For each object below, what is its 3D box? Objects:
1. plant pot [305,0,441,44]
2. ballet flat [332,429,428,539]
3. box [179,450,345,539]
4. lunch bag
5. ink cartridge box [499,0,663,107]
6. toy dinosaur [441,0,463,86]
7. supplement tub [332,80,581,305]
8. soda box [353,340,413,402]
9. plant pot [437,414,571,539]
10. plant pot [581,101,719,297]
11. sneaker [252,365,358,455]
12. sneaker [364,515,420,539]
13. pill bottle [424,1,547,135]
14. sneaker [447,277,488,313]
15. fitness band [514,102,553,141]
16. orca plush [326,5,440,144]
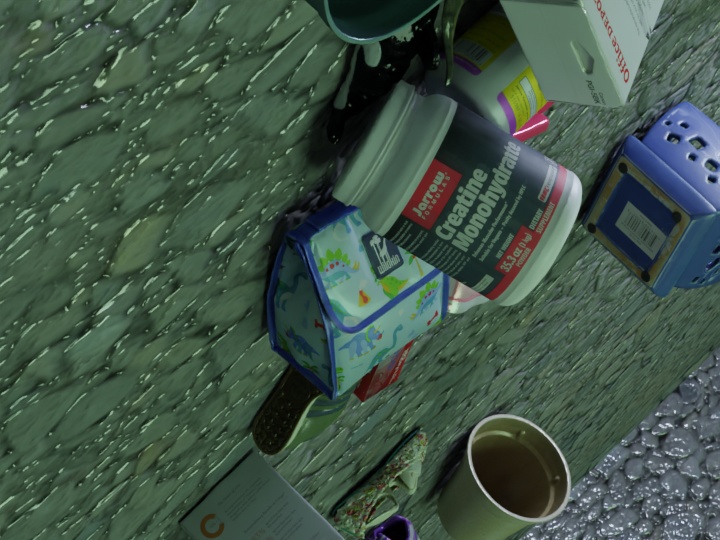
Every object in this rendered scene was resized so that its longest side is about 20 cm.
[{"bbox_3d":[0.002,-0.270,0.982,0.200,0.134,0.201,-40,158,-20],"label":"plant pot"},{"bbox_3d":[0.043,0.324,2.224,0.200,0.064,0.076,-43,158,-19],"label":"ballet flat"},{"bbox_3d":[-0.095,0.332,1.754,0.124,0.200,0.098,-43,159,-13],"label":"box"},{"bbox_3d":[0.000,0.000,1.492,0.169,0.127,0.201,-34,142,-29],"label":"lunch bag"},{"bbox_3d":[0.210,-0.269,1.337,0.147,0.082,0.201,55,52,-48],"label":"ink cartridge box"},{"bbox_3d":[0.097,-0.265,1.281,0.088,0.047,0.202,-36,140,-39],"label":"toy dinosaur"},{"bbox_3d":[0.088,-0.071,1.370,0.141,0.199,0.140,-59,-174,10],"label":"supplement tub"},{"bbox_3d":[0.027,0.053,1.700,0.063,0.070,0.201,-30,152,-40],"label":"soda box"},{"bbox_3d":[0.229,0.379,2.561,0.200,0.201,0.184,-29,163,-42],"label":"plant pot"},{"bbox_3d":[0.444,-0.091,2.140,0.179,0.200,0.201,-22,148,-40],"label":"plant pot"},{"bbox_3d":[-0.039,0.126,1.704,0.201,0.067,0.090,-50,160,20],"label":"sneaker"},{"bbox_3d":[0.023,0.472,2.441,0.200,0.080,0.089,-43,153,-30],"label":"sneaker"},{"bbox_3d":[0.163,-0.217,1.453,0.200,0.104,0.104,-43,159,-15],"label":"pill bottle"},{"bbox_3d":[0.124,-0.018,1.768,0.200,0.075,0.106,-30,134,-74],"label":"sneaker"},{"bbox_3d":[0.189,-0.207,1.632,0.199,0.037,0.144,-27,148,-48],"label":"fitness band"},{"bbox_3d":[0.030,-0.187,1.278,0.105,0.071,0.201,-11,138,-59],"label":"orca plush"}]
